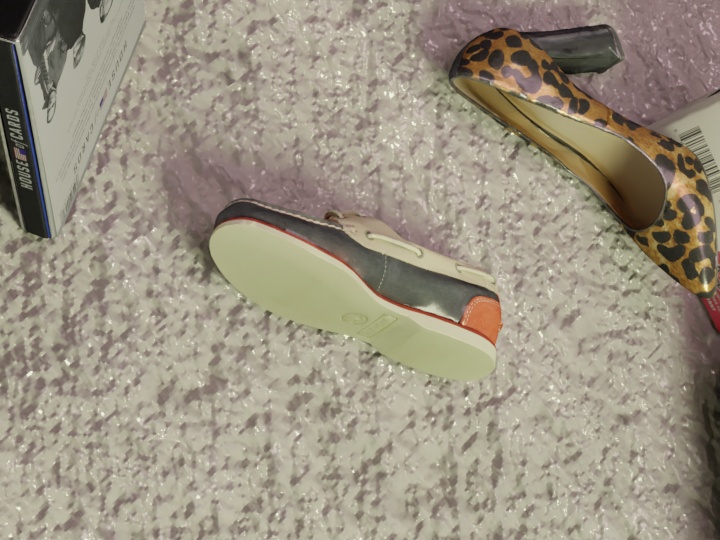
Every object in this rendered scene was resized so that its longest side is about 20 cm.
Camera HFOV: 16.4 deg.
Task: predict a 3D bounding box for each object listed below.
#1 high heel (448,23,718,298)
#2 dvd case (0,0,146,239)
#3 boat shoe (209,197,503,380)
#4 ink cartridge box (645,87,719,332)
[{"bbox_3d":[0.136,-0.061,1.546,0.142,0.071,0.201,-11,67,-39],"label":"high heel"},{"bbox_3d":[-0.152,-0.127,1.315,0.025,0.200,0.151,16,63,6],"label":"dvd case"},{"bbox_3d":[0.000,0.000,1.444,0.199,0.071,0.063,25,58,-27],"label":"boat shoe"},{"bbox_3d":[0.281,-0.060,1.565,0.084,0.200,0.145,-29,93,-35],"label":"ink cartridge box"}]
